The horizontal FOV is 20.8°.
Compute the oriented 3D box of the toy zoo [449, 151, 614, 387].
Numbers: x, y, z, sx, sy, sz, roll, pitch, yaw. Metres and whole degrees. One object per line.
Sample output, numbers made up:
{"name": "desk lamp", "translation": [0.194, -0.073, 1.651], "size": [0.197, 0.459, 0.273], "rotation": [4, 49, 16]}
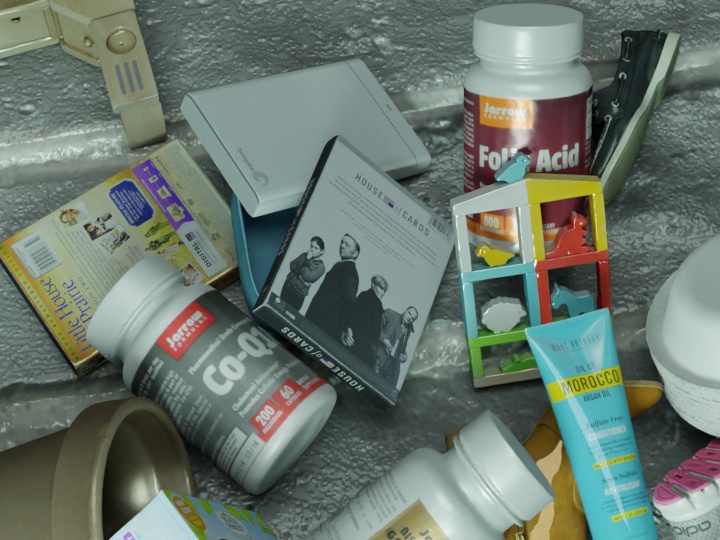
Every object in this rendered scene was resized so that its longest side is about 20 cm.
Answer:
{"name": "toy zoo", "translation": [0.148, -0.004, 1.679], "size": [0.130, 0.202, 0.020], "rotation": [-8, 20, -4]}

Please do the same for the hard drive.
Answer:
{"name": "hard drive", "translation": [-0.047, -0.124, 1.771], "size": [0.199, 0.027, 0.132], "rotation": [-16, 61, -37]}

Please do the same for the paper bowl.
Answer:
{"name": "paper bowl", "translation": [0.337, 0.037, 1.641], "size": [0.199, 0.105, 0.201], "rotation": [-17, 36, 13]}

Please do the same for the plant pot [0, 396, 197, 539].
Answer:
{"name": "plant pot", "translation": [-0.245, 0.207, 1.583], "size": [0.173, 0.200, 0.202], "rotation": [-6, 62, 18]}

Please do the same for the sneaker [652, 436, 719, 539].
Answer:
{"name": "sneaker", "translation": [0.326, 0.182, 1.632], "size": [0.199, 0.073, 0.088], "rotation": [-27, 107, -34]}

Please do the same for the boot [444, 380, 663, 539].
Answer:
{"name": "boot", "translation": [0.175, 0.182, 1.638], "size": [0.200, 0.071, 0.145], "rotation": [-17, 69, 4]}

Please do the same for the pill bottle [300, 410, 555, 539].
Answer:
{"name": "pill bottle", "translation": [0.052, 0.208, 1.569], "size": [0.200, 0.114, 0.115], "rotation": [-39, 67, 5]}

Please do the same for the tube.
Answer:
{"name": "tube", "translation": [0.194, 0.136, 1.596], "size": [0.077, 0.050, 0.202], "rotation": [-12, 82, -25]}

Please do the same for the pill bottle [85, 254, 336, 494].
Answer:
{"name": "pill bottle", "translation": [-0.128, 0.084, 1.655], "size": [0.200, 0.114, 0.114], "rotation": [39, 70, 10]}

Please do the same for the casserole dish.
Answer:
{"name": "casserole dish", "translation": [-0.059, -0.010, 1.723], "size": [0.120, 0.039, 0.201], "rotation": [13, 46, -30]}

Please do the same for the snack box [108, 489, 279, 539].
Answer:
{"name": "snack box", "translation": [-0.089, 0.261, 1.527], "size": [0.068, 0.200, 0.169], "rotation": [-43, 67, 5]}

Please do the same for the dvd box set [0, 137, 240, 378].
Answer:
{"name": "dvd box set", "translation": [-0.208, -0.013, 1.765], "size": [0.199, 0.029, 0.147], "rotation": [-33, 68, -15]}

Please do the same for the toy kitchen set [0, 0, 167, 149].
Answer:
{"name": "toy kitchen set", "translation": [-0.300, -0.210, 1.793], "size": [0.198, 0.163, 0.182], "rotation": [-16, 64, -6]}

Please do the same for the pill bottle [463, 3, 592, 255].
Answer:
{"name": "pill bottle", "translation": [0.145, -0.124, 1.708], "size": [0.113, 0.202, 0.114], "rotation": [-1, 19, 0]}

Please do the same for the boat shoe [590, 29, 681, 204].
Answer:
{"name": "boat shoe", "translation": [0.233, -0.147, 1.798], "size": [0.066, 0.075, 0.200], "rotation": [20, 65, 14]}

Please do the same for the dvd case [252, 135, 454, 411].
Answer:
{"name": "dvd case", "translation": [0.000, 0.000, 1.691], "size": [0.150, 0.025, 0.201], "rotation": [39, 49, -20]}
